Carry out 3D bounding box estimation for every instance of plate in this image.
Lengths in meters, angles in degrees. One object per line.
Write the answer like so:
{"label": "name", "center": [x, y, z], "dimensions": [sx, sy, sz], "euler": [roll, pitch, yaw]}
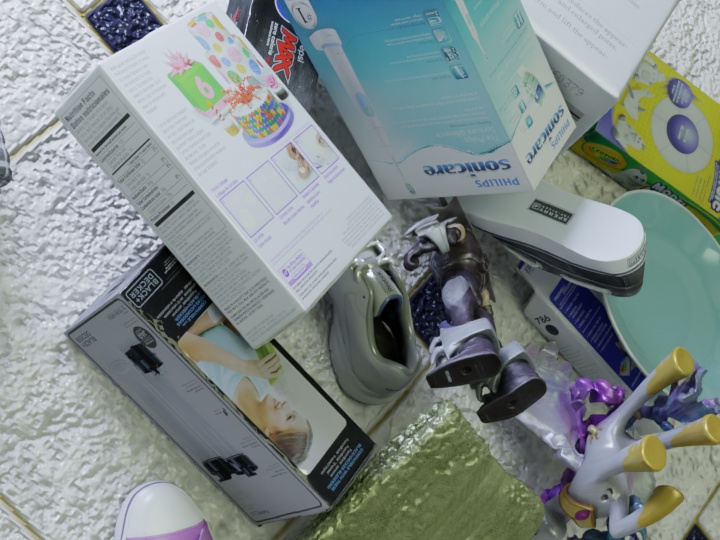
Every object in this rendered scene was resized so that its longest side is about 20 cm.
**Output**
{"label": "plate", "center": [0.267, 0.026, 1.105], "dimensions": [0.199, 0.026, 0.201], "euler": [19, 58, -33]}

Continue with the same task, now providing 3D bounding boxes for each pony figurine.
{"label": "pony figurine", "center": [0.191, 0.142, 0.998], "dimensions": [0.166, 0.200, 0.193], "euler": [40, 45, -7]}

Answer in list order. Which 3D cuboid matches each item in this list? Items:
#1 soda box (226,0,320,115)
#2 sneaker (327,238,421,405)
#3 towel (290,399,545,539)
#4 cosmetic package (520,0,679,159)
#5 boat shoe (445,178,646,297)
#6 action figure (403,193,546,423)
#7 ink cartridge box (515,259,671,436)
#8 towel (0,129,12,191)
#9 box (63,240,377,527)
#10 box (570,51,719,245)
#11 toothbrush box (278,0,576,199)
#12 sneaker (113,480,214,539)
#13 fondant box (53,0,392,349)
{"label": "soda box", "center": [-0.071, -0.162, 0.982], "dimensions": [0.070, 0.063, 0.201], "euler": [20, 68, -24]}
{"label": "sneaker", "center": [0.000, 0.000, 0.964], "dimensions": [0.074, 0.087, 0.201], "euler": [-22, 87, -26]}
{"label": "towel", "center": [0.029, 0.200, 0.911], "dimensions": [0.200, 0.036, 0.148], "euler": [-45, 117, -6]}
{"label": "cosmetic package", "center": [0.152, -0.217, 1.053], "dimensions": [0.165, 0.165, 0.200], "euler": [37, 60, -4]}
{"label": "boat shoe", "center": [0.142, -0.036, 1.032], "dimensions": [0.072, 0.199, 0.068], "euler": [-49, 145, -25]}
{"label": "action figure", "center": [0.078, 0.024, 0.977], "dimensions": [0.130, 0.069, 0.200], "euler": [52, 15, -32]}
{"label": "ink cartridge box", "center": [0.210, 0.040, 1.106], "dimensions": [0.200, 0.039, 0.100], "euler": [48, 58, -12]}
{"label": "towel", "center": [-0.336, -0.107, 0.800], "dimensions": [0.199, 0.085, 0.167], "euler": [-16, 84, -32]}
{"label": "box", "center": [-0.097, 0.081, 0.871], "dimensions": [0.200, 0.117, 0.060], "euler": [47, 57, -9]}
{"label": "box", "center": [0.294, -0.115, 1.193], "dimensions": [0.199, 0.048, 0.118], "euler": [32, 63, -21]}
{"label": "toothbrush box", "center": [0.051, -0.156, 0.949], "dimensions": [0.085, 0.146, 0.201], "euler": [-52, 125, -35]}
{"label": "sneaker", "center": [-0.099, 0.231, 0.829], "dimensions": [0.072, 0.114, 0.202], "euler": [-11, 81, -30]}
{"label": "fondant box", "center": [-0.085, -0.068, 0.849], "dimensions": [0.200, 0.058, 0.144], "euler": [51, 36, -6]}
